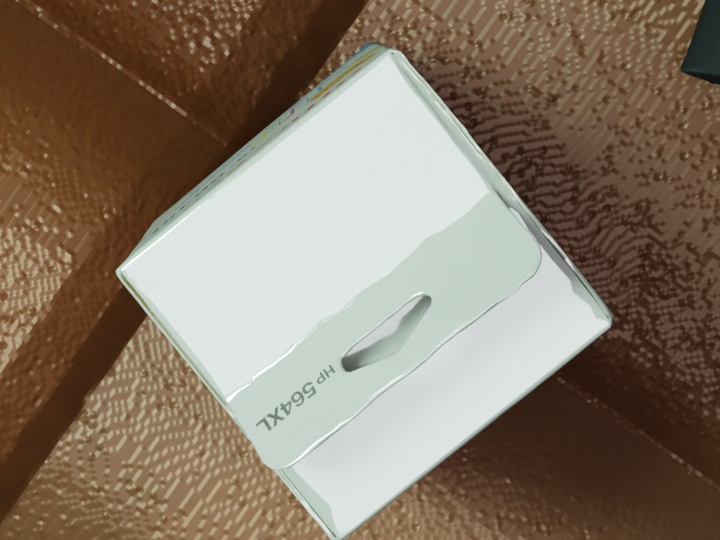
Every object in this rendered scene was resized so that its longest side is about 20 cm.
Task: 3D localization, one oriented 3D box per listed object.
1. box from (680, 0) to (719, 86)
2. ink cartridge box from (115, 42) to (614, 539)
[{"bbox_3d":[0.203,-0.113,0.736,0.106,0.200,0.123,19,95,-4],"label":"box"},{"bbox_3d":[0.000,0.000,0.742,0.128,0.200,0.125,-39,96,2],"label":"ink cartridge box"}]
